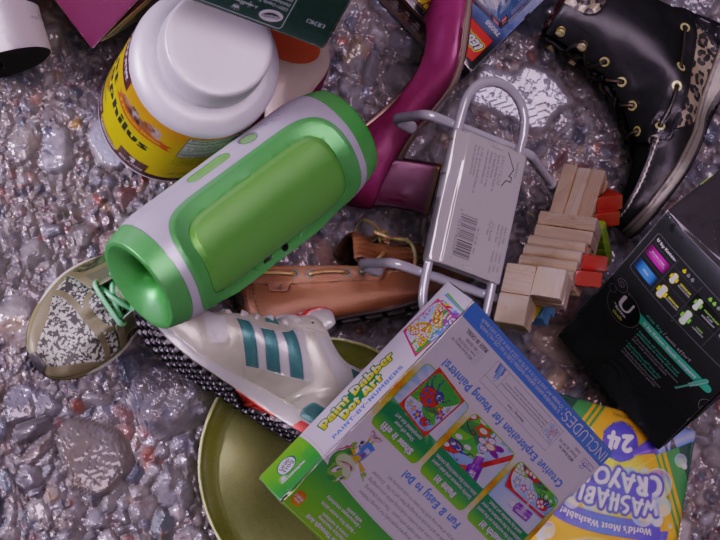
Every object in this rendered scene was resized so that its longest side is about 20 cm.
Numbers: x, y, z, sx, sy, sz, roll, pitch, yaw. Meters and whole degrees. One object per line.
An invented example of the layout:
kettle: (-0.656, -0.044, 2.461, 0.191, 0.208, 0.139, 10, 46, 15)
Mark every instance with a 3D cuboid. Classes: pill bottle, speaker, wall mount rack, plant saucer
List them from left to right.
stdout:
speaker: (-0.294, -0.242, 1.648, 0.081, 0.081, 0.201, -15, 83, -19)
pill bottle: (-0.124, -0.137, 1.615, 0.109, 0.200, 0.110, 3, 78, -16)
speaker: (-0.082, -0.045, 1.566, 0.200, 0.088, 0.089, -38, 91, -26)
plant saucer: (-0.028, 0.151, 1.675, 0.199, 0.031, 0.201, 4, 78, -16)
wall mount rack: (0.090, -0.036, 1.657, 0.173, 0.074, 0.201, 20, 77, -31)

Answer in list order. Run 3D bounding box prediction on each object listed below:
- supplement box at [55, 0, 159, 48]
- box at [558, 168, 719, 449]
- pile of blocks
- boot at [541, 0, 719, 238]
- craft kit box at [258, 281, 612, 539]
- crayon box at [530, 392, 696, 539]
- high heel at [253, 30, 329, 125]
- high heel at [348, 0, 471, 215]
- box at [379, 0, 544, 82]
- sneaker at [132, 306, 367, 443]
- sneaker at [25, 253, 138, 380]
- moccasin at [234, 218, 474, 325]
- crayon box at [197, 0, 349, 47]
supplement box: (-0.152, -0.274, 1.651, 0.131, 0.103, 0.200, 53, 46, -1)
box: (0.271, 0.014, 1.677, 0.148, 0.200, 0.124, -35, 77, -34)
pile of blocks: (0.161, -0.003, 1.680, 0.062, 0.082, 0.200, 8, 36, 20)
boot: (0.205, -0.142, 1.784, 0.153, 0.073, 0.204, 30, 72, -6)
craft kit box: (0.058, 0.142, 1.609, 0.198, 0.048, 0.200, -47, 125, -6)
crayon box: (0.178, 0.207, 1.714, 0.125, 0.052, 0.201, 15, 76, -13)
high heel: (-0.069, -0.115, 1.717, 0.067, 0.096, 0.201, 14, 54, -19)
high heel: (0.027, -0.146, 1.705, 0.096, 0.067, 0.201, 13, 87, 3)
box: (0.060, -0.269, 1.780, 0.200, 0.040, 0.137, 47, 70, -3)
sneaker: (-0.071, 0.055, 1.622, 0.199, 0.070, 0.094, 34, 76, -17)
sneaker: (-0.162, 0.004, 1.634, 0.200, 0.089, 0.077, -39, 92, -19)
moccasin: (0.000, 0.000, 1.696, 0.200, 0.074, 0.078, -11, 90, -11)
crayon box: (-0.072, -0.254, 1.553, 0.125, 0.052, 0.201, 19, 41, -17)
